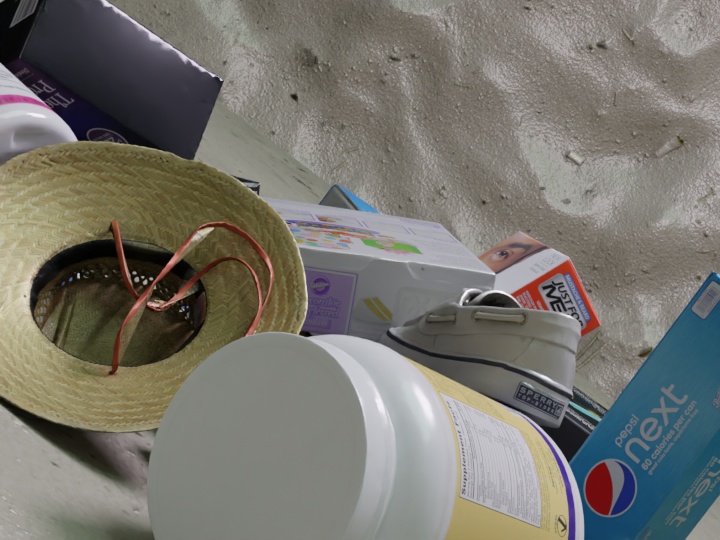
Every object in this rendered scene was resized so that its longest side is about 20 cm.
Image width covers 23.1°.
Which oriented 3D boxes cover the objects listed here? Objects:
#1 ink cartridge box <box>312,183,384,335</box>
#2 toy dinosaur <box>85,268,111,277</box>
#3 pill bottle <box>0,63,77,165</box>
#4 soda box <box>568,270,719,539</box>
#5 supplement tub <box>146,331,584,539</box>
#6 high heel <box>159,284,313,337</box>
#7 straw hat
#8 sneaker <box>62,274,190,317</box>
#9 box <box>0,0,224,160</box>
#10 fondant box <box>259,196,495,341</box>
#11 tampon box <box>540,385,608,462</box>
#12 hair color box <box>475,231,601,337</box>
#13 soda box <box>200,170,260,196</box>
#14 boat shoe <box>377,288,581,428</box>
[{"bbox_3d":[0.022,0.048,1.417,0.199,0.145,0.084,32,8,-32],"label":"ink cartridge box"},{"bbox_3d":[-0.204,-0.041,1.146,0.088,0.047,0.201,48,-16,41],"label":"toy dinosaur"},{"bbox_3d":[-0.263,-0.092,1.048,0.200,0.114,0.113,41,8,33],"label":"pill bottle"},{"bbox_3d":[0.180,0.105,1.033,0.064,0.201,0.068,42,10,33],"label":"soda box"},{"bbox_3d":[0.006,0.115,0.853,0.145,0.146,0.200,41,8,37],"label":"supplement tub"},{"bbox_3d":[-0.097,0.037,1.182,0.142,0.071,0.200,40,-6,8],"label":"high heel"},{"bbox_3d":[-0.134,0.028,0.965,0.201,0.201,0.085,38,-35,13],"label":"straw hat"},{"bbox_3d":[-0.101,0.045,1.047,0.199,0.088,0.075,35,8,0],"label":"sneaker"},{"bbox_3d":[-0.211,-0.113,1.209,0.141,0.079,0.199,30,-27,-29],"label":"box"},{"bbox_3d":[0.000,0.000,1.199,0.143,0.059,0.200,8,9,-9],"label":"fondant box"},{"bbox_3d":[0.130,0.153,1.324,0.149,0.127,0.200,35,7,-15],"label":"tampon box"},{"bbox_3d":[0.063,0.054,1.294,0.064,0.199,0.111,63,-8,-17],"label":"hair color box"},{"bbox_3d":[-0.142,-0.043,1.267,0.063,0.071,0.200,1,8,-28],"label":"soda box"},{"bbox_3d":[0.067,0.042,1.015,0.072,0.066,0.200,24,-6,-16],"label":"boat shoe"}]
